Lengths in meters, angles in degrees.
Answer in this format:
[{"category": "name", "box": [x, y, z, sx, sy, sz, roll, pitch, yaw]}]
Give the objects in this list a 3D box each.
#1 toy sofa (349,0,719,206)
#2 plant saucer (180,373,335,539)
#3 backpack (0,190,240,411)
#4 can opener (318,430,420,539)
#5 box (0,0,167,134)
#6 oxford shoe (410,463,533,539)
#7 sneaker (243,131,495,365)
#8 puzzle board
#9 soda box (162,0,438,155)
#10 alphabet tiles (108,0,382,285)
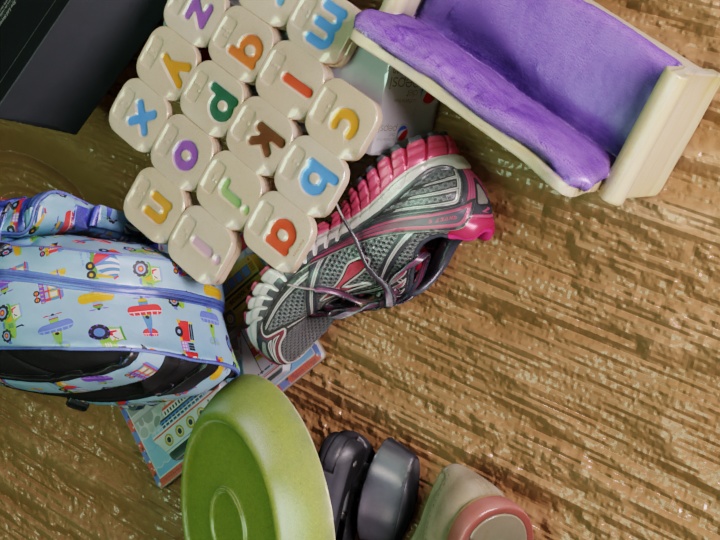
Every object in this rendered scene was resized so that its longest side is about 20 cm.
[{"category": "toy sofa", "box": [0.096, -0.125, 0.848, 0.200, 0.097, 0.083, 40, 117, 29]}, {"category": "plant saucer", "box": [-0.078, 0.171, 0.997, 0.200, 0.031, 0.201, 16, 109, 57]}, {"category": "backpack", "box": [-0.182, 0.023, 1.006, 0.199, 0.182, 0.135, -3, 77, 38]}, {"category": "can opener", "box": [-0.024, 0.196, 0.993, 0.078, 0.063, 0.201, 31, 112, 31]}, {"category": "box", "box": [-0.204, -0.219, 1.069, 0.200, 0.079, 0.142, -46, 50, 32]}, {"category": "oxford shoe", "box": [0.056, 0.218, 0.945, 0.075, 0.070, 0.201, 48, 126, 56]}, {"category": "sneaker", "box": [0.000, 0.000, 0.946, 0.200, 0.080, 0.075, -44, 70, 31]}, {"category": "puzzle board", "box": [-0.124, 0.050, 1.087, 0.200, 0.017, 0.151, -40, 70, 34]}, {"category": "soda box", "box": [-0.044, -0.134, 0.978, 0.199, 0.064, 0.068, 23, 108, 35]}, {"category": "alphabet tiles", "box": [-0.076, -0.097, 0.941, 0.195, 0.015, 0.200, 38, 104, 32]}]
